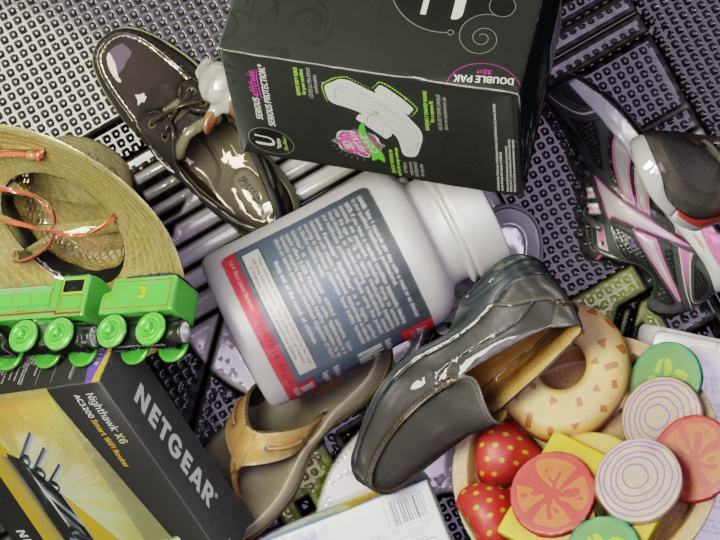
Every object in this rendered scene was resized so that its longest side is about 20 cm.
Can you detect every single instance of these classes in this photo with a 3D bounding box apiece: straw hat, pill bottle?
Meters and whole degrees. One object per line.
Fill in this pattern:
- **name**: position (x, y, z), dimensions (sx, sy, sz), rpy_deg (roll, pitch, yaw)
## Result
- **straw hat**: position (-0.190, -0.040, 1.516), dimensions (0.199, 0.085, 0.202), rpy_deg (12, 132, 14)
- **pill bottle**: position (0.000, 0.000, 1.599), dimensions (0.199, 0.120, 0.120), rpy_deg (-27, 89, -1)

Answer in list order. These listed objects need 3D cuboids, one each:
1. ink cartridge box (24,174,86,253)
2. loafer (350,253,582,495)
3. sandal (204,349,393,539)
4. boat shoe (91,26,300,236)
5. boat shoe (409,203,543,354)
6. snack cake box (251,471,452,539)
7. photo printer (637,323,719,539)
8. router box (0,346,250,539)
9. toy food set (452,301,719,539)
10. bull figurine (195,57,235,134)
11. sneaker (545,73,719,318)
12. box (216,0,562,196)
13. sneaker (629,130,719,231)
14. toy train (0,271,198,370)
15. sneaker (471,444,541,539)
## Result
- **ink cartridge box**: position (-0.261, -0.006, 1.622), dimensions (0.198, 0.125, 0.130), rpy_deg (-2, 89, 0)
- **loafer**: position (0.071, 0.082, 1.572), dimensions (0.200, 0.073, 0.072), rpy_deg (-51, 45, 9)
- **sandal**: position (-0.058, 0.109, 1.644), dimensions (0.200, 0.054, 0.080), rpy_deg (-47, 61, -3)
- **boat shoe**: position (-0.118, -0.102, 1.655), dimensions (0.200, 0.065, 0.073), rpy_deg (44, 89, 1)
- **boat shoe**: position (0.079, 0.045, 1.652), dimensions (0.073, 0.065, 0.201), rpy_deg (22, 89, 1)
- **snack cake box**: position (-0.024, 0.236, 1.648), dimensions (0.198, 0.067, 0.116), rpy_deg (-20, 90, 0)
- **photo printer**: position (0.265, 0.152, 1.648), dimensions (0.165, 0.069, 0.202), rpy_deg (10, 89, 1)
- **router box**: position (-0.190, 0.134, 1.573), dimensions (0.156, 0.052, 0.201), rpy_deg (-10, 130, 27)
- **toy food set**: position (0.159, 0.129, 1.581), dimensions (0.197, 0.049, 0.201), rpy_deg (24, 74, 26)
- **bull figurine**: position (-0.018, -0.114, 1.615), dimensions (0.198, 0.121, 0.066), rpy_deg (8, 92, 18)
- **sneaker**: position (0.190, -0.050, 1.652), dimensions (0.086, 0.080, 0.201), rpy_deg (-38, 84, 10)
- **box**: position (0.024, -0.155, 1.502), dimensions (0.198, 0.125, 0.150), rpy_deg (9, 61, 10)
- **sneaker**: position (0.270, -0.074, 1.601), dimensions (0.082, 0.199, 0.078), rpy_deg (-38, 58, 34)
- **toy train**: position (-0.193, 0.032, 1.479), dimensions (0.198, 0.042, 0.057), rpy_deg (-3, 65, 28)
- **sneaker**: position (0.112, 0.183, 1.651), dimensions (0.066, 0.091, 0.202), rpy_deg (-7, 63, 15)
